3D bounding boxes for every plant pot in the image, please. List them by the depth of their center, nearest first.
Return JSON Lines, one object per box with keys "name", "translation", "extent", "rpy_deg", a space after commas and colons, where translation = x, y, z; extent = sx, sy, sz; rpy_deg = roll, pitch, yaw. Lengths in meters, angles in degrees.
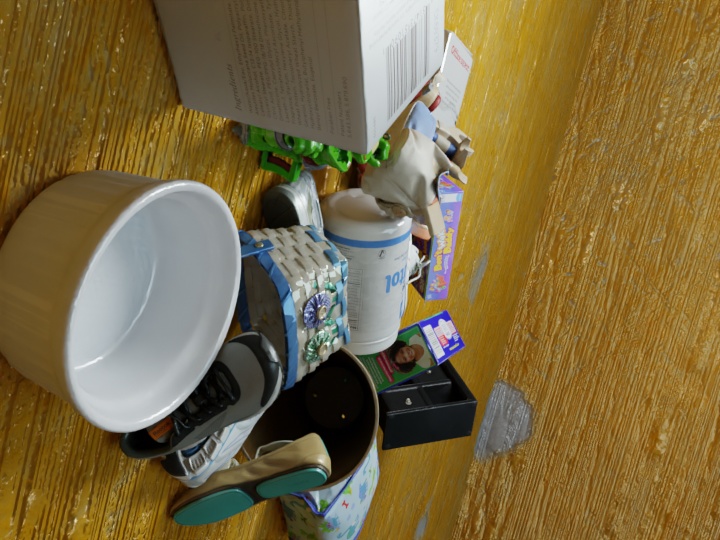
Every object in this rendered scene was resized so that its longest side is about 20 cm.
{"name": "plant pot", "translation": [-0.055, 0.183, 0.945], "extent": [0.200, 0.184, 0.189], "rpy_deg": [32, 76, -80]}

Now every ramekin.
{"name": "ramekin", "translation": [-0.192, 0.017, 0.558], "extent": [0.201, 0.097, 0.202], "rpy_deg": [-51, 150, -45]}

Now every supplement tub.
{"name": "supplement tub", "translation": [0.000, 0.000, 0.973], "extent": [0.132, 0.131, 0.202], "rpy_deg": [-43, 143, -52]}

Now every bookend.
{"name": "bookend", "translation": [0.111, 0.261, 1.456], "extent": [0.200, 0.196, 0.093], "rpy_deg": [-122, -148, -56]}

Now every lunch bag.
{"name": "lunch bag", "translation": [-0.036, 0.347, 1.145], "extent": [0.200, 0.127, 0.171], "rpy_deg": [-43, 145, -35]}

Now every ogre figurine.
{"name": "ogre figurine", "translation": [-0.054, -0.143, 0.750], "extent": [0.200, 0.119, 0.099], "rpy_deg": [-46, 142, -52]}

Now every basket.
{"name": "basket", "translation": [-0.111, 0.043, 0.746], "extent": [0.198, 0.139, 0.178], "rpy_deg": [-20, 131, -21]}

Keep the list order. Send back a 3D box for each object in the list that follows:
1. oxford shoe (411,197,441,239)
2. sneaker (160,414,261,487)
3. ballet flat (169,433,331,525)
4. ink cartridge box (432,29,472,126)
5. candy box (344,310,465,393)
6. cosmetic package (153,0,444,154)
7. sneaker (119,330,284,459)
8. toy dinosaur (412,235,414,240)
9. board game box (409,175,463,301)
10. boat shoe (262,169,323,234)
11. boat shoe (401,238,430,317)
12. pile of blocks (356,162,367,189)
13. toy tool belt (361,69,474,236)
{"name": "oxford shoe", "translation": [0.087, -0.120, 1.050], "extent": [0.073, 0.071, 0.201], "rpy_deg": [-61, -158, 22]}
{"name": "sneaker", "translation": [-0.152, 0.168, 0.817], "extent": [0.200, 0.075, 0.087], "rpy_deg": [-47, 156, -28]}
{"name": "ballet flat", "translation": [-0.130, 0.247, 0.825], "extent": [0.063, 0.198, 0.069], "rpy_deg": [-105, 177, -46]}
{"name": "ink cartridge box", "translation": [0.099, -0.259, 1.086], "extent": [0.146, 0.083, 0.203], "rpy_deg": [1, 104, -68]}
{"name": "candy box", "translation": [0.051, 0.147, 1.126], "extent": [0.078, 0.199, 0.169], "rpy_deg": [62, 21, 8]}
{"name": "cosmetic package", "translation": [-0.048, -0.230, 0.590], "extent": [0.165, 0.198, 0.166], "rpy_deg": [-55, 153, -38]}
{"name": "sneaker", "translation": [-0.150, 0.127, 0.654], "extent": [0.199, 0.074, 0.079], "rpy_deg": [-36, 174, 26]}
{"name": "toy dinosaur", "translation": [0.041, 0.004, 1.179], "extent": [0.103, 0.076, 0.202], "rpy_deg": [110, -7, -58]}
{"name": "board game box", "translation": [0.117, -0.069, 1.213], "extent": [0.044, 0.135, 0.202], "rpy_deg": [-6, 119, -19]}
{"name": "boat shoe", "translation": [-0.070, -0.025, 0.863], "extent": [0.065, 0.074, 0.204], "rpy_deg": [-47, 140, -40]}
{"name": "boat shoe", "translation": [0.069, -0.019, 1.098], "extent": [0.075, 0.085, 0.205], "rpy_deg": [-36, -126, 57]}
{"name": "pile of blocks", "translation": [0.030, -0.164, 0.990], "extent": [0.062, 0.081, 0.202], "rpy_deg": [-38, 140, -56]}
{"name": "toy tool belt", "translation": [0.087, -0.150, 0.907], "extent": [0.123, 0.124, 0.201], "rpy_deg": [38, 55, -21]}
